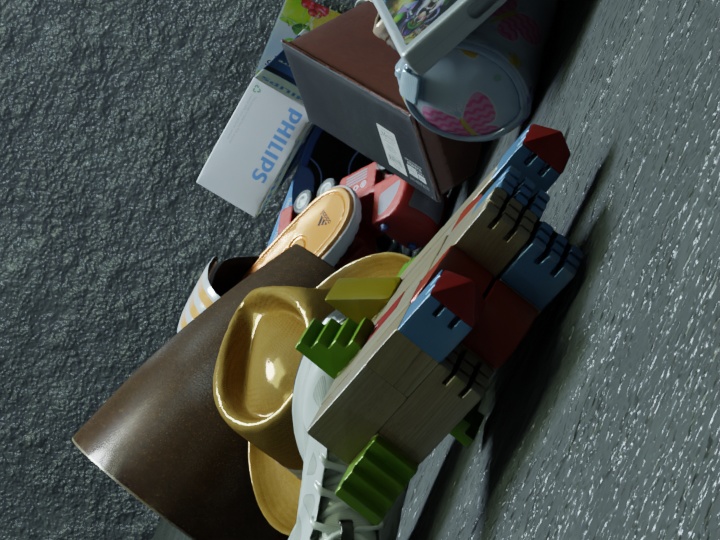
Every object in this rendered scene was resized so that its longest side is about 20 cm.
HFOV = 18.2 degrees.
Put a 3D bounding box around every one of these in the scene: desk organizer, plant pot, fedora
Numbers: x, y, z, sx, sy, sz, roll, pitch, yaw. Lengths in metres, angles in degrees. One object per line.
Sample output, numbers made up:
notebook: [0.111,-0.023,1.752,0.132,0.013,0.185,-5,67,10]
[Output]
desk organizer: [0.028,-0.126,1.611,0.077,0.072,0.200,-30,32,-16]
plant pot: [-0.064,0.089,1.548,0.200,0.187,0.187,-54,4,-3]
fedora: [-0.033,0.063,1.377,0.200,0.082,0.201,-38,36,34]

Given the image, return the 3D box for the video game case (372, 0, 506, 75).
video game case: [0.081,-0.222,1.418,0.182,0.023,0.200,-40,26,10]

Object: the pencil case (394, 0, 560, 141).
pencil case: [0.084,-0.174,1.464,0.083,0.091,0.200,118,171,-46]

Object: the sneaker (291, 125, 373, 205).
sneaker: [0.021,-0.113,1.792,0.078,0.070,0.200,20,76,45]

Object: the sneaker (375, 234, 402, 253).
sneaker: [0.000,0.000,1.774,0.081,0.074,0.200,-60,14,10]

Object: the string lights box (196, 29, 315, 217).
string lights box: [-0.065,-0.124,1.844,0.103,0.059,0.200,-59,0,19]

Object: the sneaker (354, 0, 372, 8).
sneaker: [0.044,-0.145,1.898,0.073,0.085,0.200,40,140,44]

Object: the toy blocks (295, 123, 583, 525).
toy blocks: [0.051,0.013,1.074,0.137,0.100,0.200,-49,5,31]

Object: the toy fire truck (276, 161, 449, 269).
toy fire truck: [-0.020,0.002,1.655,0.200,0.049,0.141,-25,45,39]

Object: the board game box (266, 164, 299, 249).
board game box: [-0.051,0.036,1.901,0.151,0.036,0.200,65,-143,-55]

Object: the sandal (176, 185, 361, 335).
sandal: [-0.085,0.009,1.633,0.207,0.059,0.079,-51,36,11]

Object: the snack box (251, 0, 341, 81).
snack box: [-0.086,-0.320,3.537,0.053,0.142,0.200,130,162,-71]

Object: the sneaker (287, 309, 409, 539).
sneaker: [0.002,0.124,1.159,0.115,0.075,0.201,-111,27,-68]

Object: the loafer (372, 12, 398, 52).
loafer: [0.042,-0.220,1.576,0.072,0.063,0.200,-54,24,39]
